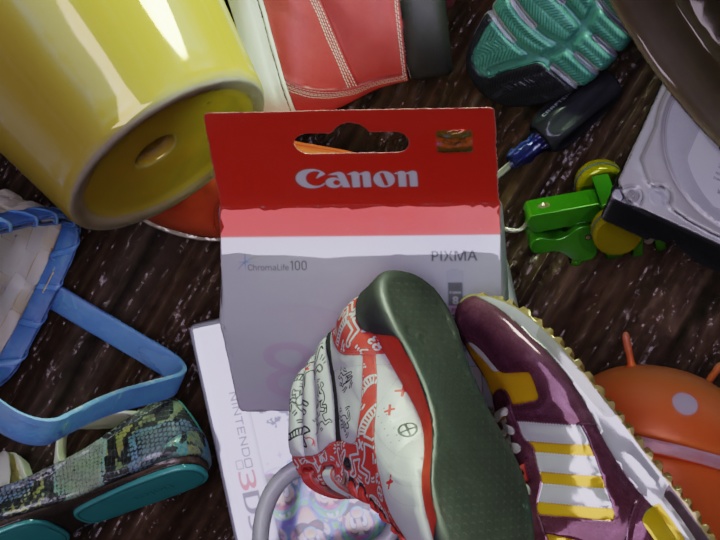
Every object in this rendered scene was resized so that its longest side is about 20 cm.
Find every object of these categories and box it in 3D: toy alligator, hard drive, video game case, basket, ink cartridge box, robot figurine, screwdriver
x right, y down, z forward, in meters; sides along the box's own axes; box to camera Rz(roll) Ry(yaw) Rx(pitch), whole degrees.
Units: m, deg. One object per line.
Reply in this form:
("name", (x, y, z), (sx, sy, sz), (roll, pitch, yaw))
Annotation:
("toy alligator", (0.143, -0.027, 1.144), (0.200, 0.059, 0.054), (-16, 128, 5))
("hard drive", (0.240, -0.089, 1.104), (0.140, 0.038, 0.200), (26, 68, 5))
("video game case", (0.011, 0.100, 1.167), (0.200, 0.024, 0.182), (-13, 88, 5))
("basket", (-0.217, 0.028, 1.122), (0.200, 0.176, 0.139), (28, 106, 19))
("ink cartridge box", (0.000, 0.000, 1.073), (0.162, 0.200, 0.057), (-1, 50, 6))
("robot figurine", (0.159, 0.140, 1.100), (0.144, 0.117, 0.200), (12, 82, 12))
("screwdriver", (0.075, -0.056, 1.140), (0.200, 0.028, 0.029), (-36, 60, -9))

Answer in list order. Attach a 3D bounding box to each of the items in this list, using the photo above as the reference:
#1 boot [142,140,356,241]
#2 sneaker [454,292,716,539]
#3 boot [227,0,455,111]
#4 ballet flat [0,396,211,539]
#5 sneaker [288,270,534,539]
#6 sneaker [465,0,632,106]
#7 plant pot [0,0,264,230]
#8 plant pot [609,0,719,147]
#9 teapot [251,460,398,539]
("boot", (-0.058, -0.051, 1.136), (0.200, 0.107, 0.075), (6, 92, 7))
("sneaker", (0.100, 0.104, 1.019), (0.090, 0.075, 0.200), (-38, 77, -5))
("boot", (-0.017, -0.201, 1.154), (0.144, 0.072, 0.200), (-17, 96, 5))
("ballet flat", (-0.187, 0.132, 1.174), (0.200, 0.074, 0.074), (-22, 87, 3))
("sneaker", (0.022, 0.109, 1.014), (0.108, 0.067, 0.201), (-48, 47, 38))
("sneaker", (0.150, -0.173, 1.143), (0.200, 0.088, 0.074), (-40, 93, 28))
("plant pot", (-0.158, -0.134, 1.081), (0.201, 0.201, 0.189), (-37, 72, 4))
("plant pot", (0.236, -0.170, 0.993), (0.173, 0.200, 0.200), (-34, 86, -5))
("teapot", (0.025, 0.228, 1.086), (0.146, 0.200, 0.197), (-37, 42, 1))
